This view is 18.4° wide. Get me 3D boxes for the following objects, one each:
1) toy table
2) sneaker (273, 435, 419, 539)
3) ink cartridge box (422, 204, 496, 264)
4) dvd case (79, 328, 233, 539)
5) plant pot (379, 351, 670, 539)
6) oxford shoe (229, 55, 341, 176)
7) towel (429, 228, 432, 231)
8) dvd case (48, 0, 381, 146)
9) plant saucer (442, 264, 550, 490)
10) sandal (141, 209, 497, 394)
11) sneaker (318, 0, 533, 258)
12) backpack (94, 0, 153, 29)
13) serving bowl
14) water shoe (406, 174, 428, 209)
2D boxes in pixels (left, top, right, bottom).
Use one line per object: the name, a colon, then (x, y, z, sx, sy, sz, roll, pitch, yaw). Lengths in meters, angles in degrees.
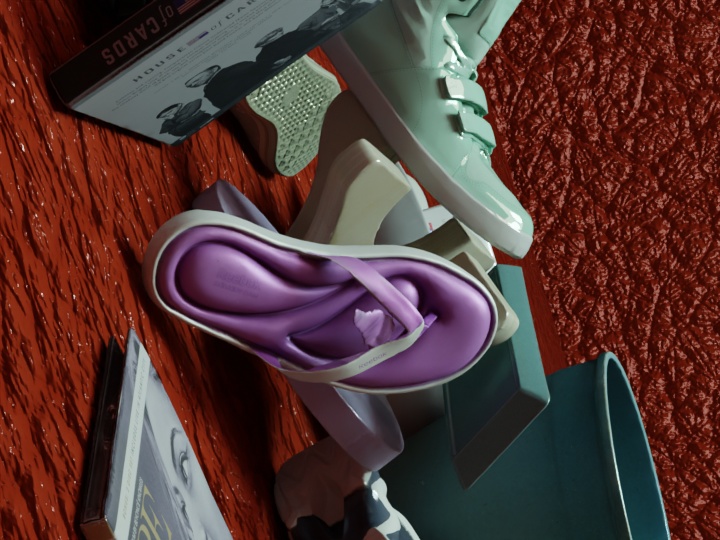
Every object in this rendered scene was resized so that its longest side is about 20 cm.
toy table: (0.000, 0.000, 1.268, 0.201, 0.117, 0.184, 54, 9, 18)
sneaker: (0.014, 0.202, 1.242, 0.130, 0.079, 0.200, 52, 10, -41)
ink cartridge box: (0.056, 0.018, 1.614, 0.200, 0.067, 0.118, 149, -76, -74)
dvd case: (-0.076, 0.146, 1.018, 0.149, 0.016, 0.201, -91, 160, -60)
plant pot: (0.090, 0.171, 1.389, 0.200, 0.186, 0.202, -14, 90, -77)
oxford shoe: (-0.061, -0.121, 1.485, 0.058, 0.075, 0.200, 36, -6, 20)
towel: (0.021, 0.014, 1.558, 0.200, 0.024, 0.146, -141, -142, -65)
dvd case: (-0.069, -0.123, 1.161, 0.025, 0.150, 0.200, 57, 7, 8)
plant saucer: (0.071, 0.053, 1.259, 0.019, 0.070, 0.200, 38, 16, -13)
sandal: (-0.017, 0.025, 1.151, 0.050, 0.201, 0.083, -133, -122, -63)
sneaker: (0.064, -0.111, 1.276, 0.201, 0.118, 0.074, 54, 8, 14)
backpack: (-0.085, -0.245, 1.221, 0.192, 0.199, 0.154, 62, 2, -7)
serving bowl: (0.002, 0.022, 1.471, 0.200, 0.065, 0.202, 167, -90, -76)
water shoe: (0.021, 0.013, 1.750, 0.079, 0.071, 0.202, 14, 54, -46)
